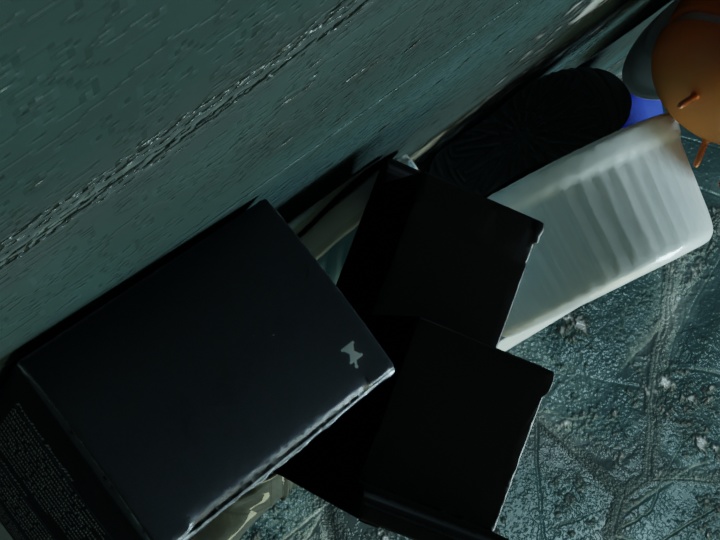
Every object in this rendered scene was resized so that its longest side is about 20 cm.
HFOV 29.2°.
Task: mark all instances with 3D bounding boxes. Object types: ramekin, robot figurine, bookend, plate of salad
[{"bbox_3d":[0.162,-0.029,1.028,0.200,0.098,0.200,-26,176,-2],"label":"ramekin"},{"bbox_3d":[0.279,-0.168,0.960,0.200,0.117,0.144,-54,-168,-11],"label":"robot figurine"},{"bbox_3d":[0.045,0.039,0.735,0.201,0.092,0.199,-70,-166,-8],"label":"bookend"},{"bbox_3d":[0.314,-0.204,1.168,0.200,0.048,0.200,-32,-155,17],"label":"plate of salad"}]

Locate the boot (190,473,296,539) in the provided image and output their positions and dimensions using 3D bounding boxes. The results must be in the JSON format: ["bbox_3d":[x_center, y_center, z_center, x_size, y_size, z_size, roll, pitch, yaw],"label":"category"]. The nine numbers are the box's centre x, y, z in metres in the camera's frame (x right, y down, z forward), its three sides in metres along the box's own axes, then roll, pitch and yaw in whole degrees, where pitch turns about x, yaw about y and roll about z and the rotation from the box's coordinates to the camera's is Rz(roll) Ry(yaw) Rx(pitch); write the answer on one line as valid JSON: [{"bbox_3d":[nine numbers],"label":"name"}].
[{"bbox_3d":[-0.098,0.161,1.059,0.200,0.068,0.131,-38,166,-8],"label":"boot"}]

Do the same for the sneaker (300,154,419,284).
[{"bbox_3d":[0.000,0.000,0.921,0.074,0.082,0.200,-34,176,-27],"label":"sneaker"}]

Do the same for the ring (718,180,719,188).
[{"bbox_3d":[0.339,-0.113,0.971,0.200,0.019,0.200,-32,-177,2],"label":"ring"}]

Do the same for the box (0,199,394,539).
[{"bbox_3d":[-0.098,0.074,0.684,0.148,0.104,0.200,-36,177,-32],"label":"box"}]

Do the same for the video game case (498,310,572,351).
[{"bbox_3d":[0.109,-0.014,1.197,0.143,0.018,0.200,-32,-137,4],"label":"video game case"}]

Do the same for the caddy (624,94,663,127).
[{"bbox_3d":[0.211,-0.126,1.295,0.141,0.105,0.200,-14,176,-3],"label":"caddy"}]

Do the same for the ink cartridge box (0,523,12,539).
[{"bbox_3d":[-0.201,0.161,1.059,0.145,0.084,0.200,-38,179,32],"label":"ink cartridge box"}]

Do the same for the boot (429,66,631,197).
[{"bbox_3d":[0.129,-0.091,1.116,0.164,0.066,0.200,-25,172,1],"label":"boot"}]
